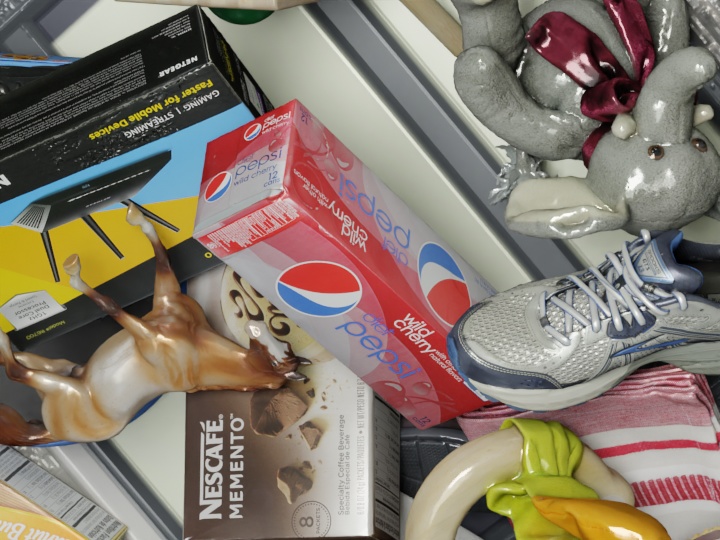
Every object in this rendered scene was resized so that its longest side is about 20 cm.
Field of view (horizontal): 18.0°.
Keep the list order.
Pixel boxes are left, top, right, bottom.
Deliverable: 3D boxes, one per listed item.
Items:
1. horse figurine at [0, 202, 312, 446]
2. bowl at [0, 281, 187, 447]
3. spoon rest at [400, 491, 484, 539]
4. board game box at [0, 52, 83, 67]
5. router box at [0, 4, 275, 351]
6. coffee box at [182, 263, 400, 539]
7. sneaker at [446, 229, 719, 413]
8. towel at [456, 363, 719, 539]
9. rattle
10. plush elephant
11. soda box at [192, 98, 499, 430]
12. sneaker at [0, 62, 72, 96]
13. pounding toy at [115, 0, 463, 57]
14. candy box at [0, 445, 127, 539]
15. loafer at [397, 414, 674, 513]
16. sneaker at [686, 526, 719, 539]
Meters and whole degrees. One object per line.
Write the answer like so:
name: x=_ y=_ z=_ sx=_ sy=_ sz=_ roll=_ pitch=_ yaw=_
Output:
horse figurine: x=-0.145 y=0.049 z=1.260 sx=0.200 sy=0.050 sz=0.133 roll=-30 pitch=121 yaw=19
bowl: x=-0.202 y=0.015 z=1.397 sx=0.201 sy=0.039 sz=0.201 roll=3 pitch=103 yaw=12
spoon rest: x=0.022 y=0.169 z=1.374 sx=0.200 sy=0.061 sz=0.099 roll=32 pitch=140 yaw=5
board game box: x=-0.242 y=-0.055 z=1.348 sx=0.200 sy=0.037 sz=0.151 roll=5 pitch=99 yaw=10
router box: x=-0.139 y=-0.047 z=1.244 sx=0.200 sy=0.051 sz=0.149 roll=-23 pitch=140 yaw=12
coffee box: x=-0.038 y=0.064 z=1.313 sx=0.113 sy=0.080 sz=0.200 roll=-3 pitch=76 yaw=13
sneaker: x=0.141 y=0.014 z=1.198 sx=0.200 sy=0.085 sz=0.077 roll=-11 pitch=57 yaw=-16
towel: x=0.155 y=0.139 z=1.308 sx=0.144 sy=0.023 sz=0.200 roll=-11 pitch=127 yaw=22
rattle: x=0.077 y=0.190 z=1.226 sx=0.200 sy=0.130 sz=0.143 roll=-47 pitch=46 yaw=3
plush elephant: x=0.141 y=-0.086 z=1.232 sx=0.155 sy=0.165 sz=0.200 roll=37 pitch=132 yaw=42
soda box: x=0.000 y=0.000 z=1.211 sx=0.063 sy=0.070 sz=0.200 roll=-23 pitch=132 yaw=30
sneaker: x=-0.193 y=-0.082 z=1.271 sx=0.200 sy=0.088 sz=0.076 roll=4 pitch=99 yaw=9
pounding toy: x=-0.033 y=-0.209 z=1.248 sx=0.142 sy=0.184 sz=0.200 roll=6 pitch=104 yaw=23
candy box: x=-0.263 y=0.159 z=1.435 sx=0.200 sy=0.055 sz=0.115 roll=33 pitch=107 yaw=2
loafer: x=0.097 y=0.103 z=1.352 sx=0.200 sy=0.063 sz=0.072 roll=1 pitch=134 yaw=16
sneaker: x=0.171 y=0.229 z=1.311 sx=0.075 sy=0.090 sz=0.200 roll=27 pitch=133 yaw=-10
